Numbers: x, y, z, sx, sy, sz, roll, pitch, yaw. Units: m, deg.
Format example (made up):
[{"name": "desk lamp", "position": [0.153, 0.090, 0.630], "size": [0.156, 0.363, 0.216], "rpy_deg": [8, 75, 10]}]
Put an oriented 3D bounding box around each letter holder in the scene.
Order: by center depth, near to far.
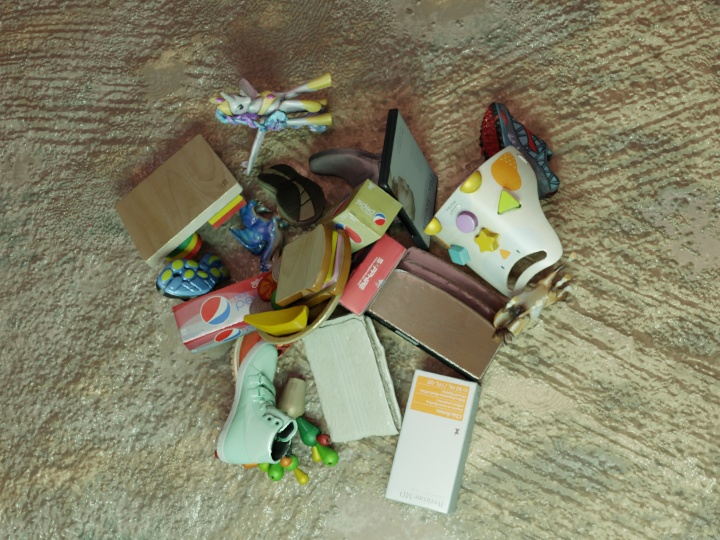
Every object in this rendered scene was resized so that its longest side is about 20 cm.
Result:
[{"name": "letter holder", "position": [0.129, 0.058, 1.456], "size": [0.200, 0.101, 0.142], "rpy_deg": [32, 85, 3]}]

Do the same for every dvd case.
[{"name": "dvd case", "position": [0.077, -0.136, 1.477], "size": [0.018, 0.200, 0.143], "rpy_deg": [-4, 60, 23]}]

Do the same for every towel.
[{"name": "towel", "position": [-0.016, 0.167, 1.486], "size": [0.132, 0.034, 0.200], "rpy_deg": [-16, 89, 35]}]

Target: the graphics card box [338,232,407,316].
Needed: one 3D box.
[{"name": "graphics card box", "position": [0.000, 0.000, 1.480], "size": [0.051, 0.200, 0.126], "rpy_deg": [35, 88, -10]}]

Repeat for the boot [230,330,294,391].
[{"name": "boot", "position": [-0.152, 0.125, 1.554], "size": [0.107, 0.075, 0.200], "rpy_deg": [3, 76, 10]}]

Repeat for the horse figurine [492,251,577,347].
[{"name": "horse figurine", "position": [0.252, 0.051, 1.394], "size": [0.200, 0.133, 0.050], "rpy_deg": [-36, 76, -28]}]

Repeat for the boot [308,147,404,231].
[{"name": "boot", "position": [0.002, -0.133, 1.582], "size": [0.200, 0.070, 0.132], "rpy_deg": [1, 82, 19]}]

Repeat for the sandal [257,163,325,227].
[{"name": "sandal", "position": [-0.112, -0.120, 1.586], "size": [0.080, 0.057, 0.201], "rpy_deg": [-20, 33, -14]}]

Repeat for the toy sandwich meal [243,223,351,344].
[{"name": "toy sandwich meal", "position": [-0.098, 0.017, 1.405], "size": [0.205, 0.070, 0.205], "rpy_deg": [-26, 45, 30]}]

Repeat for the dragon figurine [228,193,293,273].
[{"name": "dragon figurine", "position": [-0.183, -0.065, 1.614], "size": [0.200, 0.059, 0.099], "rpy_deg": [37, 87, 18]}]

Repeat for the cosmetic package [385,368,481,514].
[{"name": "cosmetic package", "position": [0.113, 0.261, 1.451], "size": [0.101, 0.071, 0.200], "rpy_deg": [11, 80, 16]}]

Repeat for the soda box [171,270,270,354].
[{"name": "soda box", "position": [-0.193, 0.063, 1.516], "size": [0.200, 0.063, 0.070], "rpy_deg": [-21, 66, -3]}]

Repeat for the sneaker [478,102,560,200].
[{"name": "sneaker", "position": [0.259, -0.189, 1.537], "size": [0.095, 0.079, 0.200], "rpy_deg": [-4, 58, -23]}]

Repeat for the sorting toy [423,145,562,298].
[{"name": "sorting toy", "position": [0.212, -0.052, 1.446], "size": [0.180, 0.107, 0.200], "rpy_deg": [48, 127, 12]}]

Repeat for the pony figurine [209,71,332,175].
[{"name": "pony figurine", "position": [-0.152, -0.267, 1.606], "size": [0.200, 0.193, 0.167], "rpy_deg": [-7, 77, -7]}]

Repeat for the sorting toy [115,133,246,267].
[{"name": "sorting toy", "position": [-0.299, -0.108, 1.614], "size": [0.199, 0.070, 0.200], "rpy_deg": [-40, 43, 0]}]

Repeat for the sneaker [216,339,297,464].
[{"name": "sneaker", "position": [-0.134, 0.204, 1.450], "size": [0.118, 0.074, 0.201], "rpy_deg": [1, 63, 30]}]

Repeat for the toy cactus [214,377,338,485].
[{"name": "toy cactus", "position": [-0.127, 0.251, 1.512], "size": [0.200, 0.102, 0.165], "rpy_deg": [5, 68, 24]}]

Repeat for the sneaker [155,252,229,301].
[{"name": "sneaker", "position": [-0.279, 0.022, 1.550], "size": [0.083, 0.200, 0.071], "rpy_deg": [-43, 87, 14]}]

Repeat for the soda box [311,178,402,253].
[{"name": "soda box", "position": [-0.013, -0.074, 1.446], "size": [0.068, 0.200, 0.064], "rpy_deg": [37, 70, -10]}]
